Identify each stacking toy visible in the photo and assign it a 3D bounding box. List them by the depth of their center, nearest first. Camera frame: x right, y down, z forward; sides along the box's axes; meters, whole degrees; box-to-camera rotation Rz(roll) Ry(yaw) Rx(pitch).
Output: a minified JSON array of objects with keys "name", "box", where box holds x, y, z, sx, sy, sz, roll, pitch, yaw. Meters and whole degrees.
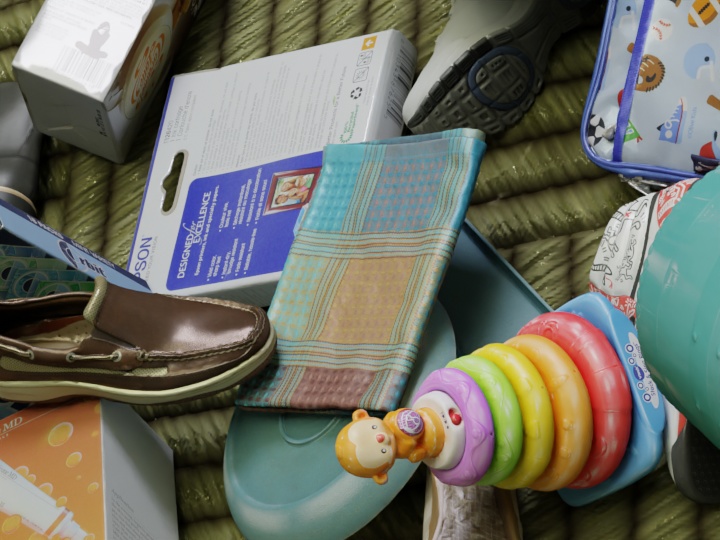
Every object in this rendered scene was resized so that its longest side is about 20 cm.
[{"name":"stacking toy","box":[0.070,0.088,1.365,0.110,0.200,0.116,-38,66,52]}]

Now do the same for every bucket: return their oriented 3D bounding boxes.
[{"name":"bucket","box":[0.262,0.030,1.299,0.207,0.207,0.135,-45,26,-3]}]

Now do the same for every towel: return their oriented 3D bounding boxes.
[{"name":"towel","box":[0.000,0.000,1.507,0.146,0.022,0.200,-2,60,45]}]

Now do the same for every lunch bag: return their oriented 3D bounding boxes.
[{"name":"lunch bag","box":[0.223,-0.139,1.491,0.160,0.076,0.201,12,87,33]}]

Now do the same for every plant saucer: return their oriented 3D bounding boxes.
[{"name":"plant saucer","box":[-0.022,0.089,1.509,0.200,0.027,0.201,-32,38,29]},{"name":"plant saucer","box":[0.080,0.027,1.535,0.070,0.019,0.200,-42,50,0]}]

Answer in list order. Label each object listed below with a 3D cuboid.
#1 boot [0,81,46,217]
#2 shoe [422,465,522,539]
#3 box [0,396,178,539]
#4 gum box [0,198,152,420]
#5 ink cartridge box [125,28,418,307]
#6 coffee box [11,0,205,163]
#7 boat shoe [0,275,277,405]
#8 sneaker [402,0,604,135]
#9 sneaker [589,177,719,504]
[{"name":"boot","box":[-0.330,-0.083,1.816,0.199,0.078,0.139,2,57,16]},{"name":"shoe","box":[0.071,0.168,1.431,0.070,0.053,0.201,-7,60,14]},{"name":"box","box":[-0.192,0.187,1.515,0.124,0.098,0.200,-26,40,14]},{"name":"gum box","box":[-0.260,0.056,1.593,0.200,0.170,0.045,-44,49,12]},{"name":"ink cartridge box","box":[-0.065,-0.065,1.659,0.200,0.047,0.198,-10,56,36]},{"name":"coffee box","box":[-0.176,-0.199,1.752,0.080,0.114,0.200,22,70,9]},{"name":"boat shoe","box":[-0.158,0.042,1.507,0.202,0.075,0.075,-8,43,11]},{"name":"sneaker","box":[0.094,-0.167,1.625,0.087,0.075,0.200,24,66,46]},{"name":"sneaker","box":[0.192,0.045,1.433,0.108,0.067,0.202,-12,71,54]}]
